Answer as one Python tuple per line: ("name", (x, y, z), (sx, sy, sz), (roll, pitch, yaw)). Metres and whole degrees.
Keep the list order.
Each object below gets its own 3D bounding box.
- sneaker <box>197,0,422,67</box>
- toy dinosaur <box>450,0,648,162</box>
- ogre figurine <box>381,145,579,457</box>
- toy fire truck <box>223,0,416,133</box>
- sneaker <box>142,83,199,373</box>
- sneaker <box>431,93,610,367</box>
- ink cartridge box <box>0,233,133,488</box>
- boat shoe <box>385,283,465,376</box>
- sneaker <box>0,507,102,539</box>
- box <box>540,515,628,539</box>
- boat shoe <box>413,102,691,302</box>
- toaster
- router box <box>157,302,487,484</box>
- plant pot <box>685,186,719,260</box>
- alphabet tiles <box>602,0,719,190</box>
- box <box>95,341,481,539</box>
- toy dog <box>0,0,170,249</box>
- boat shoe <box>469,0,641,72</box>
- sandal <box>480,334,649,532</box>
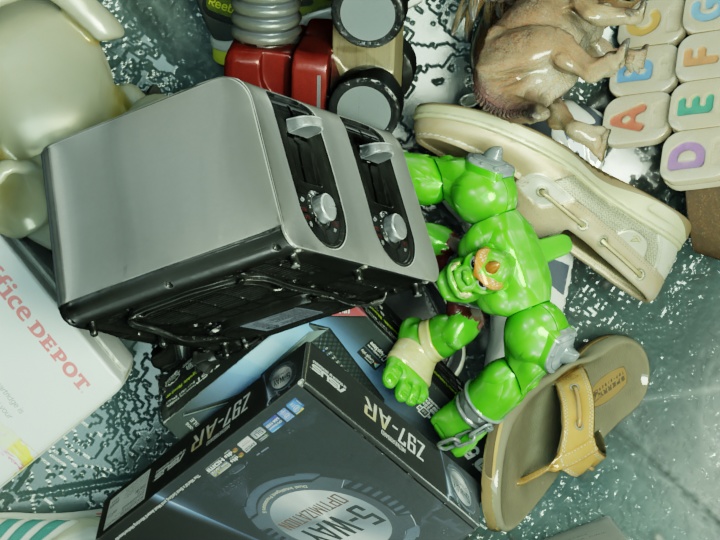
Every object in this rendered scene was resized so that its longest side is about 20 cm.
("sneaker", (-0.018, -0.204, 1.593), (0.199, 0.075, 0.085), (-27, 118, 1))
("toy dinosaur", (0.106, -0.143, 1.530), (0.135, 0.200, 0.086), (15, 137, 12))
("ogre figurine", (0.064, 0.004, 1.519), (0.120, 0.098, 0.201), (-23, 67, 34))
("toy fire truck", (-0.068, -0.170, 1.517), (0.199, 0.129, 0.177), (5, 116, 7))
("sneaker", (-0.132, -0.020, 1.619), (0.098, 0.071, 0.201), (-19, 98, -3))
("sneaker", (0.081, -0.028, 1.625), (0.129, 0.079, 0.200), (16, 95, -3))
("ink cartridge box", (-0.268, 0.072, 1.585), (0.200, 0.145, 0.145), (-38, 95, 2))
("boat shoe", (0.000, 0.000, 1.633), (0.075, 0.062, 0.200), (-35, 97, -1))
("sneaker", (-0.226, 0.203, 1.626), (0.199, 0.093, 0.071), (-7, 96, -2))
("box", (0.118, 0.298, 1.632), (0.199, 0.131, 0.200), (-20, 96, -1))
("boat shoe", (0.117, -0.045, 1.558), (0.200, 0.072, 0.065), (27, 82, -15))
("toaster", (-0.079, -0.025, 1.449), (0.199, 0.181, 0.119), (-19, 73, 28))
("router box", (-0.014, 0.103, 1.602), (0.150, 0.062, 0.200), (-39, 114, 13))
("plant pot", (0.316, -0.065, 1.596), (0.199, 0.187, 0.188), (-3, 96, 13))
("alphabet tiles", (0.253, -0.141, 1.578), (0.195, 0.015, 0.201), (-6, 55, 28))
("box", (-0.047, 0.157, 1.560), (0.200, 0.044, 0.160), (-38, 114, 26))
("toy dog", (-0.205, -0.124, 1.563), (0.139, 0.194, 0.200), (-28, 66, -3))
("boat shoe", (0.152, -0.196, 1.616), (0.200, 0.068, 0.072), (-44, 97, 3))
("sandal", (0.143, 0.102, 1.596), (0.054, 0.200, 0.081), (8, 119, 39))
